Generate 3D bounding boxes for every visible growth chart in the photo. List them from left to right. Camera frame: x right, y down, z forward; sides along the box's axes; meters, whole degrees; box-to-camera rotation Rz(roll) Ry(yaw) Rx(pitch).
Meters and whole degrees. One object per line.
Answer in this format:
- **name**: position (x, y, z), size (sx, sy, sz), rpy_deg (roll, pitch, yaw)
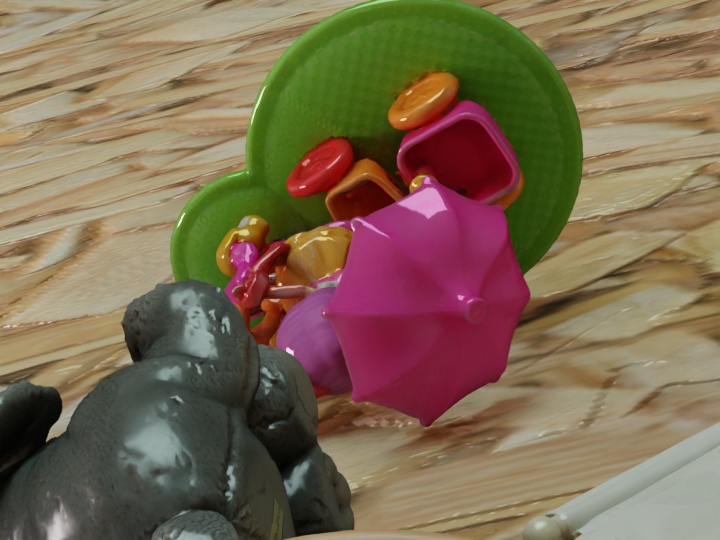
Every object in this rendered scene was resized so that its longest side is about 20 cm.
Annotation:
- **growth chart**: position (0.150, 0.083, 0.978), size (0.144, 0.018, 0.200), rpy_deg (-19, 17, -27)

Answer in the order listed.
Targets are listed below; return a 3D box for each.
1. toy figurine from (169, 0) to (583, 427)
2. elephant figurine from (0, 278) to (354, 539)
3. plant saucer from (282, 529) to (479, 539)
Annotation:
- **toy figurine**: position (0.000, 0.000, 1.224), size (0.199, 0.151, 0.184), rpy_deg (-30, 21, 15)
- **elephant figurine**: position (-0.109, 0.099, 0.959), size (0.199, 0.155, 0.142), rpy_deg (-18, 56, 15)
- **plant saucer**: position (0.002, 0.153, 0.579), size (0.199, 0.202, 0.037), rpy_deg (-10, -21, 5)
